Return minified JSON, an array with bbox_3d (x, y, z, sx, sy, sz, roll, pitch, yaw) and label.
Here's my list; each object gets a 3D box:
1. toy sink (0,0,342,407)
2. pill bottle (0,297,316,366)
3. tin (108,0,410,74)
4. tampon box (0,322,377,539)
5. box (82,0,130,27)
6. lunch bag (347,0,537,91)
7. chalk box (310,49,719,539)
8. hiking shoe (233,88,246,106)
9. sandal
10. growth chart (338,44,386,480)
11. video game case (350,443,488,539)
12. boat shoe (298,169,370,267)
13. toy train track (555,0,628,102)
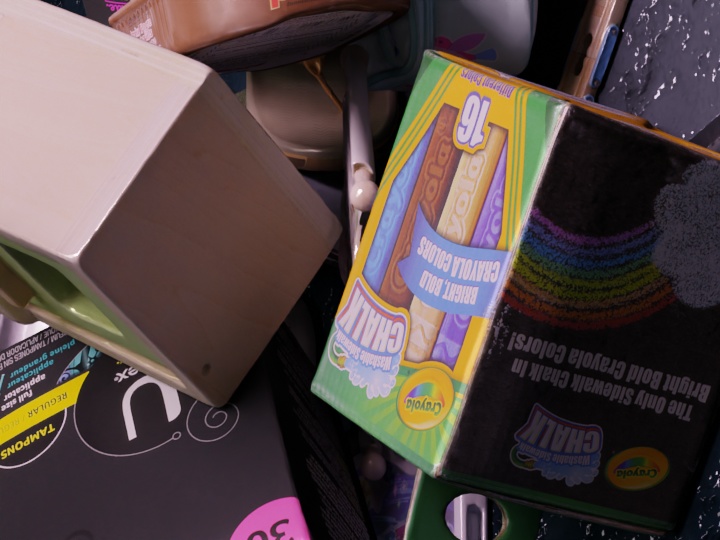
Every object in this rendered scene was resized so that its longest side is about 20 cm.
[{"bbox_3d":[-0.133,-0.038,1.210,0.199,0.130,0.112,24,73,39],"label":"toy sink"},{"bbox_3d":[-0.132,0.040,1.384,0.112,0.199,0.113,-34,48,49],"label":"pill bottle"},{"bbox_3d":[-0.047,-0.114,1.198,0.200,0.111,0.042,167,95,-73],"label":"tin"},{"bbox_3d":[-0.081,0.119,1.236,0.149,0.126,0.201,-27,43,8],"label":"tampon box"},{"bbox_3d":[-0.071,-0.232,1.341,0.124,0.149,0.201,7,126,27],"label":"box"},{"bbox_3d":[0.034,-0.185,1.252,0.160,0.077,0.201,-172,79,-81],"label":"lunch bag"},{"bbox_3d":[0.070,0.029,1.110,0.124,0.124,0.201,32,103,60],"label":"chalk box"},{"bbox_3d":[-0.102,-0.056,1.482,0.200,0.100,0.076,-35,48,50],"label":"hiking shoe"},{"bbox_3d":[-0.028,-0.128,1.400,0.080,0.054,0.201,-13,48,7],"label":"sandal"},{"bbox_3d":[0.000,0.000,1.239,0.145,0.018,0.201,-95,2,-46],"label":"growth chart"},{"bbox_3d":[0.014,0.175,1.249,0.143,0.018,0.201,-34,48,51],"label":"video game case"},{"bbox_3d":[-0.071,-0.036,1.392,0.199,0.070,0.067,26,110,26],"label":"boat shoe"},{"bbox_3d":[0.081,-0.061,1.229,0.115,0.032,0.201,31,102,61],"label":"toy train track"}]
